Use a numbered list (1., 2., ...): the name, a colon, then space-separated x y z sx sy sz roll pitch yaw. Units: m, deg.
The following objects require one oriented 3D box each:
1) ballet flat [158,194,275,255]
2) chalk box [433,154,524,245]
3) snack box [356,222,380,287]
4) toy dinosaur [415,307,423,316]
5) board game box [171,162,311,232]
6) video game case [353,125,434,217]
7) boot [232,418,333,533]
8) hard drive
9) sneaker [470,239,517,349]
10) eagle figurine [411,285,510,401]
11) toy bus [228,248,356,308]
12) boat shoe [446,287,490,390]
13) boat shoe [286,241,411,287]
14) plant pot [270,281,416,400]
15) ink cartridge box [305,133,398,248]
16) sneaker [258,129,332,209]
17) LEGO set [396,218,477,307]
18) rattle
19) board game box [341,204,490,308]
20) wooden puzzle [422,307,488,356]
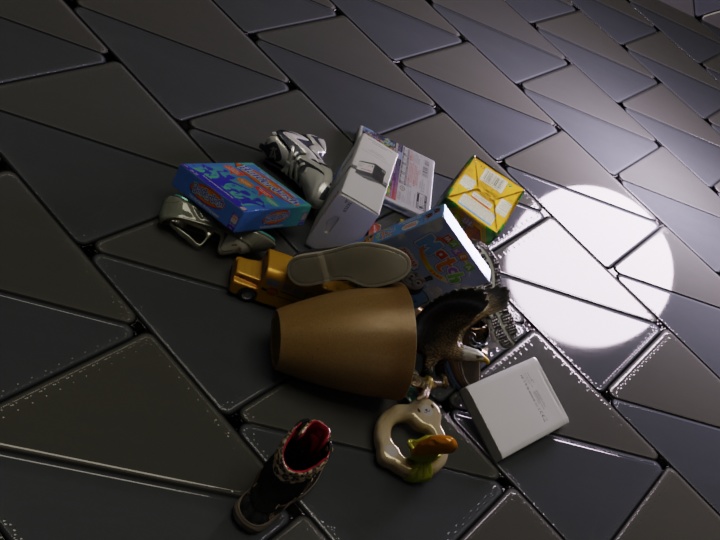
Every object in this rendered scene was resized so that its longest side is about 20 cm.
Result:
1. ballet flat: -0.241 -0.059 1.585 0.200 0.067 0.064 24 68 -12
2. chalk box: 0.204 -0.104 1.840 0.124 0.200 0.124 34 62 0
3. snack box: 0.000 0.000 1.673 0.024 0.072 0.200 24 41 -11
4. toy dinosaur: 0.096 0.081 1.645 0.106 0.060 0.200 -50 124 -33
5. board game box: -0.199 -0.128 1.622 0.152 0.045 0.200 36 22 21
6. video game case: 0.065 -0.199 1.957 0.182 0.023 0.200 24 42 -13
7. boot: -0.082 0.256 1.299 0.073 0.151 0.200 43 40 9
8. hard drive: 0.268 0.236 1.644 0.200 0.026 0.132 -15 74 -43
9. sneaker: 0.209 0.046 1.684 0.074 0.080 0.200 -12 87 -36
10. eagle figurine: 0.146 0.102 1.531 0.151 0.200 0.152 14 12 -18
11. toy bus: -0.112 0.024 1.565 0.200 0.078 0.065 20 42 -18
12. boat shoe: 0.179 0.110 1.629 0.072 0.072 0.200 -13 93 -41
13. boat shoe: -0.014 -0.014 1.495 0.200 0.073 0.063 -4 16 16
14. plant pot: -0.034 0.108 1.478 0.200 0.187 0.187 2 48 -16
15. ink cartridge box: -0.014 -0.131 1.737 0.084 0.145 0.200 29 40 -10
16. sneaker: -0.128 -0.197 1.775 0.129 0.080 0.199 15 43 -21
17. LEGO set: 0.104 -0.034 1.709 0.154 0.116 0.200 26 44 19
18. rattle: 0.099 0.217 1.482 0.130 0.143 0.200 18 45 8
19. board game box: 0.086 -0.010 1.536 0.151 0.200 0.037 51 31 -29
20. wooden puzzle: 0.171 0.053 1.769 0.185 0.037 0.200 28 40 -8
